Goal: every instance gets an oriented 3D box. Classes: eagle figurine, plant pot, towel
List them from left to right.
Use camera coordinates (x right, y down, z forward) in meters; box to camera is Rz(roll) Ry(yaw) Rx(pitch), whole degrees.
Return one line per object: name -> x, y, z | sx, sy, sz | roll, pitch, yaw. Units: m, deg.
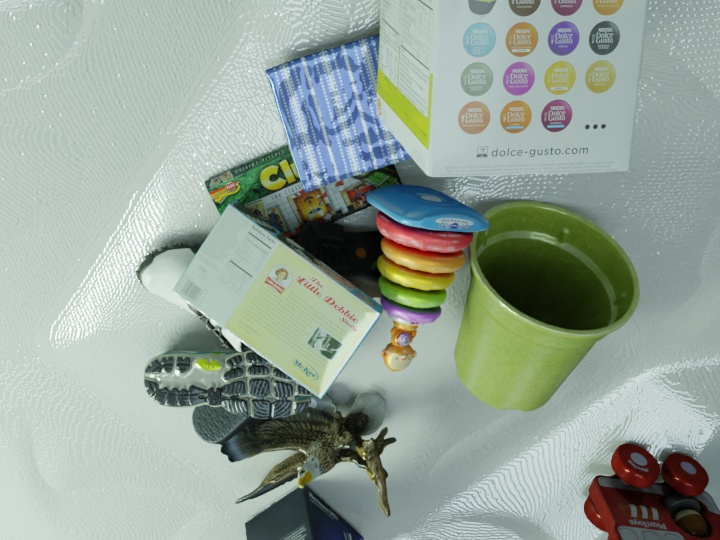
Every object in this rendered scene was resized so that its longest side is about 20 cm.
eagle figurine -> -0.065, 0.222, 1.539 | 0.197, 0.151, 0.154 | 3, 85, 22
towel -> 0.015, -0.171, 1.300 | 0.197, 0.024, 0.146 | -17, 119, 1
plant pot -> 0.193, 0.056, 1.434 | 0.198, 0.202, 0.185 | 4, 136, -15

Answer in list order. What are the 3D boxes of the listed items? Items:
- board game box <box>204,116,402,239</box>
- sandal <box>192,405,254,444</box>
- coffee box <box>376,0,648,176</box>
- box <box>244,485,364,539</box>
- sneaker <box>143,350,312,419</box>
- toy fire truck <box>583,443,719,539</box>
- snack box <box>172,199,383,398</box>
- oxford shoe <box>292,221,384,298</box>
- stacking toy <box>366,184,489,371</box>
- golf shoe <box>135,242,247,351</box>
board game box -> -0.059, -0.092, 1.364 | 0.198, 0.024, 0.105 | -23, 124, 4
sandal -> -0.113, 0.136, 1.493 | 0.199, 0.077, 0.043 | -30, 163, 10
coffee box -> 0.134, -0.215, 1.175 | 0.197, 0.200, 0.200 | -3, 113, -12
box -> -0.059, 0.403, 1.601 | 0.104, 0.201, 0.148 | -34, 126, 13
sneaker -> -0.150, 0.120, 1.445 | 0.197, 0.080, 0.079 | 8, 99, 1
toy fire truck -> 0.402, 0.335, 1.670 | 0.198, 0.169, 0.113 | 12, 122, -20
snack box -> -0.087, 0.031, 1.333 | 0.199, 0.037, 0.117 | 36, 103, -1
oxford shoe -> 0.000, 0.000, 1.423 | 0.198, 0.074, 0.084 | 17, 145, -26
stacking toy -> 0.056, 0.017, 1.355 | 0.115, 0.110, 0.203 | 3, 108, -29
golf shoe -> -0.153, 0.035, 1.389 | 0.198, 0.095, 0.078 | 18, 121, -21
